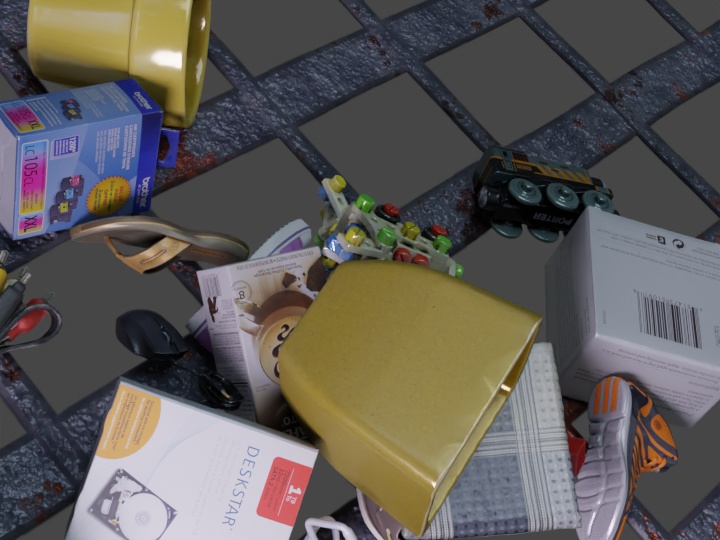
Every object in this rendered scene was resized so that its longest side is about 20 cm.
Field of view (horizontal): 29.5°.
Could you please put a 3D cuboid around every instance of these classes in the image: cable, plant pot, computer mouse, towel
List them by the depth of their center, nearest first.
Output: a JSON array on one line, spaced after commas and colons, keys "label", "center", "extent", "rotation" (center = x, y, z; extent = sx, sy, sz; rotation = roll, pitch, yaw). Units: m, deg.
[{"label": "plant pot", "center": [0.031, 0.103, 1.311], "extent": [0.199, 0.196, 0.195], "rotation": [31, 69, 12]}, {"label": "cable", "center": [-0.377, 0.076, 1.378], "extent": [0.097, 0.050, 0.201], "rotation": [41, 60, -14]}, {"label": "computer mouse", "center": [-0.183, 0.085, 1.392], "extent": [0.199, 0.034, 0.058], "rotation": [30, 19, 37]}, {"label": "towel", "center": [0.122, 0.173, 1.408], "extent": [0.191, 0.035, 0.202], "rotation": [-3, 71, -8]}, {"label": "plant pot", "center": [-0.278, -0.276, 1.581], "extent": [0.187, 0.202, 0.202], "rotation": [7, 52, -1]}]

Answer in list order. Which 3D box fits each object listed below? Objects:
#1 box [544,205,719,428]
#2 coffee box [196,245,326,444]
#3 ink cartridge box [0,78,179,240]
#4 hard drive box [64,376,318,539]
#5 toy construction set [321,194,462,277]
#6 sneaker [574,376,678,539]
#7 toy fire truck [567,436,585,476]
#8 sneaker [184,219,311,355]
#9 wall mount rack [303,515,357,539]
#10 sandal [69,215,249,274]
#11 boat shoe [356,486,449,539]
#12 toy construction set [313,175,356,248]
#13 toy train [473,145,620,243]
[{"label": "box", "center": [0.335, 0.057, 1.644], "extent": [0.197, 0.131, 0.201], "rotation": [15, 50, -14]}, {"label": "coffee box", "center": [-0.085, 0.086, 1.407], "extent": [0.112, 0.080, 0.202], "rotation": [-13, 92, -31]}, {"label": "ink cartridge box", "center": [-0.294, -0.124, 1.477], "extent": [0.199, 0.137, 0.076], "rotation": [-17, 47, -34]}, {"label": "hard drive box", "center": [-0.160, 0.207, 1.296], "extent": [0.198, 0.077, 0.157], "rotation": [19, 85, -10]}, {"label": "toy construction set", "center": [0.046, -0.006, 1.469], "extent": [0.200, 0.092, 0.131], "rotation": [38, 18, -25]}, {"label": "sneaker", "center": [0.307, 0.228, 1.541], "extent": [0.112, 0.077, 0.202], "rotation": [28, 66, -32]}, {"label": "toy fire truck", "center": [0.145, 0.152, 1.507], "extent": [0.198, 0.142, 0.049], "rotation": [1, 16, 21]}, {"label": "sneaker", "center": [-0.094, 0.037, 1.511], "extent": [0.114, 0.073, 0.201], "rotation": [41, 56, 0]}, {"label": "wall mount rack", "center": [-0.033, 0.338, 1.290], "extent": [0.074, 0.175, 0.200], "rotation": [4, 41, 30]}, {"label": "sandal", "center": [-0.217, -0.020, 1.495], "extent": [0.198, 0.080, 0.055], "rotation": [12, 73, -22]}, {"label": "boat shoe", "center": [0.055, 0.271, 1.404], "extent": [0.071, 0.060, 0.201], "rotation": [-7, 59, -28]}, {"label": "toy construction set", "center": [0.000, 0.000, 1.559], "extent": [0.131, 0.092, 0.202], "rotation": [29, 52, -35]}, {"label": "toy train", "center": [0.236, -0.096, 1.750], "extent": [0.198, 0.086, 0.115], "rotation": [8, 43, -20]}]
